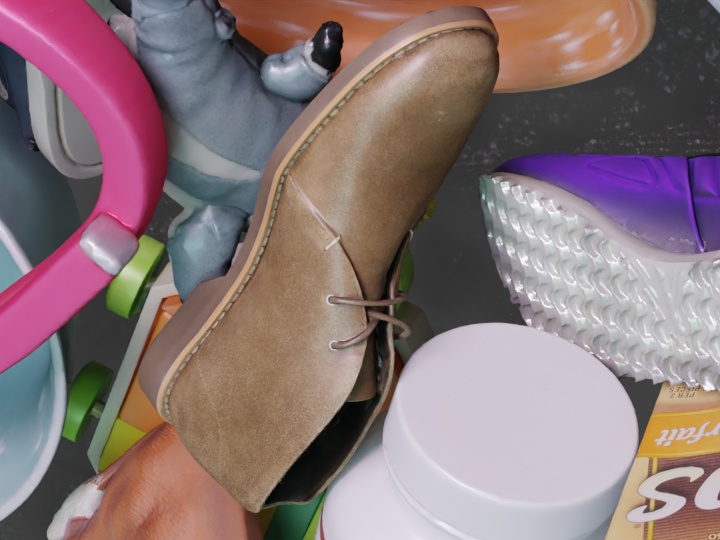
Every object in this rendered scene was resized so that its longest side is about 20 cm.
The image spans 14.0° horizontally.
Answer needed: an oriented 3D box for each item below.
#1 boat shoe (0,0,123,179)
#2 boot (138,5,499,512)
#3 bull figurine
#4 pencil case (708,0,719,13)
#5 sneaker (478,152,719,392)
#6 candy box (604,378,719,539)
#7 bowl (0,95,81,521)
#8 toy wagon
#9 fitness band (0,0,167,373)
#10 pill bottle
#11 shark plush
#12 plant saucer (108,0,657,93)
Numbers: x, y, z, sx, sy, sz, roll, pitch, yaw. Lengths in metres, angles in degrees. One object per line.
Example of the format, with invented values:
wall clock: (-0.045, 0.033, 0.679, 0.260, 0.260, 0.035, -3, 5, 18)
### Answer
boat shoe: (-0.106, -0.125, 1.022, 0.062, 0.075, 0.200, 38, 147, 34)
boot: (0.000, 0.000, 0.981, 0.075, 0.074, 0.200, 55, 129, 31)
bull figurine: (-0.071, 0.149, 1.073, 0.121, 0.200, 0.065, -32, 136, 32)
pencil case: (0.118, -0.138, 0.922, 0.200, 0.083, 0.091, 43, 138, -8)
sneaker: (0.131, -0.009, 1.005, 0.200, 0.099, 0.070, 18, 131, 48)
candy box: (0.152, 0.076, 0.973, 0.115, 0.200, 0.055, -2, 121, 21)
bowl: (-0.185, -0.004, 1.109, 0.201, 0.105, 0.201, 10, 123, 15)
toy wagon: (-0.028, 0.044, 1.121, 0.155, 0.040, 0.200, 27, 127, 3)
fitness band: (-0.150, -0.033, 0.979, 0.144, 0.037, 0.200, 43, 133, -11)
pill bottle: (0.036, 0.117, 1.052, 0.112, 0.112, 0.200, 21, 134, 7)
shark plush: (-0.040, -0.073, 0.987, 0.083, 0.091, 0.200, -9, 140, 12)
plant saucer: (-0.001, -0.108, 0.957, 0.200, 0.037, 0.200, 10, 166, 3)
